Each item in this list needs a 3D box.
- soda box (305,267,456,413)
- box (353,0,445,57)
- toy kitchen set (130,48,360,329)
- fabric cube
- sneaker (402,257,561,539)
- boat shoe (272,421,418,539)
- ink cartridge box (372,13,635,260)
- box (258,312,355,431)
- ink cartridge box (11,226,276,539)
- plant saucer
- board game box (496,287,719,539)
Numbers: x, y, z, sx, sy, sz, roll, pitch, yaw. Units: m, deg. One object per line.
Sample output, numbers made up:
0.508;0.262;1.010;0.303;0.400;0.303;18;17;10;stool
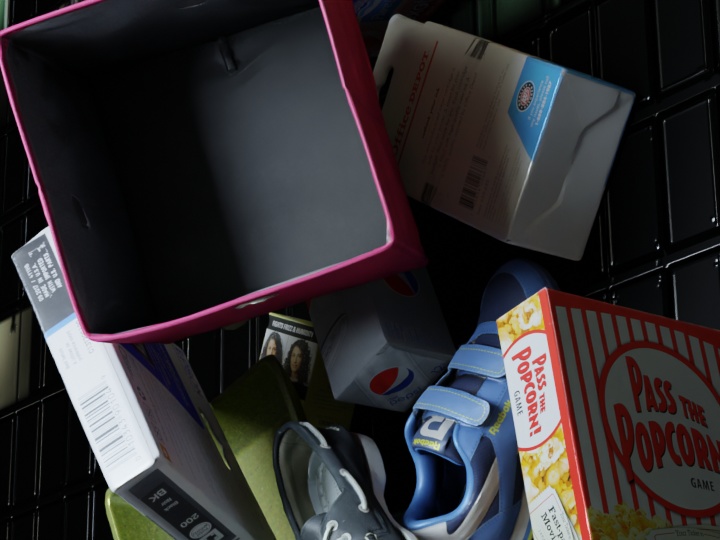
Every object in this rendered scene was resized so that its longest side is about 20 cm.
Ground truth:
0.000;0.000;1.442;0.068;0.063;0.200;-49;43;35;soda box
0.008;-0.230;1.428;0.200;0.095;0.103;-36;65;60;box
-0.065;-0.084;1.462;0.163;0.180;0.200;-31;85;5;toy kitchen set
-0.084;-0.071;1.272;0.196;0.199;0.200;-17;85;6;fabric cube
0.078;0.087;1.287;0.074;0.082;0.200;1;79;57;sneaker
-0.011;0.167;1.266;0.076;0.060;0.200;-61;28;19;boat shoe
0.082;-0.093;1.354;0.200;0.067;0.116;30;105;54;ink cartridge box
-0.052;0.136;1.483;0.075;0.050;0.200;15;93;53;box
-0.136;0.093;1.330;0.043;0.200;0.198;-33;55;5;ink cartridge box
-0.079;0.194;1.421;0.200;0.048;0.200;-40;56;30;plant saucer
0.157;0.119;1.103;0.046;0.151;0.200;-38;51;43;board game box
